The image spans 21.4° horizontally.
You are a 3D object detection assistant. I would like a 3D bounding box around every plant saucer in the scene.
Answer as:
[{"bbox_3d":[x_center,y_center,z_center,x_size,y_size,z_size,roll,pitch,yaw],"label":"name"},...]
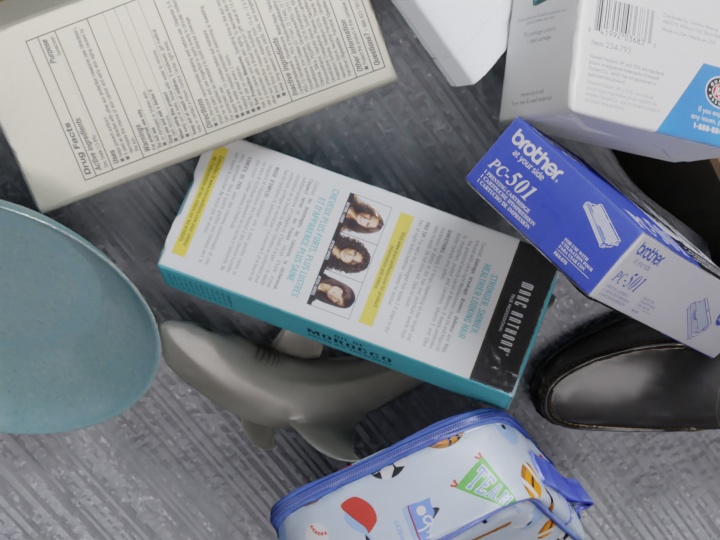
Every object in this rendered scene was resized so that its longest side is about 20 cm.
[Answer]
[{"bbox_3d":[-0.202,0.015,1.018,0.201,0.039,0.201,5,141,4],"label":"plant saucer"}]

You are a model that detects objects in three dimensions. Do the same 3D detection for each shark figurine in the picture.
[{"bbox_3d":[0.003,0.066,1.072,0.214,0.090,0.128,-13,129,-8],"label":"shark figurine"}]

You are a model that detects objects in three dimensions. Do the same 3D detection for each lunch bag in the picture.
[{"bbox_3d":[0.047,0.146,1.079,0.160,0.076,0.200,-28,158,7],"label":"lunch bag"}]

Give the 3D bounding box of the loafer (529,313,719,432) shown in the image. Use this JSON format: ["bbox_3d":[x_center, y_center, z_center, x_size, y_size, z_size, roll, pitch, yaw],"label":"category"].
[{"bbox_3d":[0.200,0.061,1.114,0.200,0.072,0.073,-12,116,-3],"label":"loafer"}]

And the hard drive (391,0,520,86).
[{"bbox_3d":[0.034,-0.211,0.953,0.132,0.027,0.200,-50,118,-26],"label":"hard drive"}]

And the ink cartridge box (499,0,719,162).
[{"bbox_3d":[0.146,-0.164,0.970,0.116,0.067,0.200,10,84,-28],"label":"ink cartridge box"}]

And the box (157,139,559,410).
[{"bbox_3d":[0.000,0.000,1.014,0.200,0.049,0.082,21,77,5],"label":"box"}]

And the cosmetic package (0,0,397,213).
[{"bbox_3d":[-0.092,-0.118,0.985,0.200,0.071,0.105,-19,114,-1],"label":"cosmetic package"}]

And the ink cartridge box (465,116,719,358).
[{"bbox_3d":[0.137,-0.013,1.000,0.044,0.094,0.200,-50,152,10],"label":"ink cartridge box"}]

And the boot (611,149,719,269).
[{"bbox_3d":[0.206,-0.063,1.076,0.200,0.074,0.075,47,70,-19],"label":"boot"}]
